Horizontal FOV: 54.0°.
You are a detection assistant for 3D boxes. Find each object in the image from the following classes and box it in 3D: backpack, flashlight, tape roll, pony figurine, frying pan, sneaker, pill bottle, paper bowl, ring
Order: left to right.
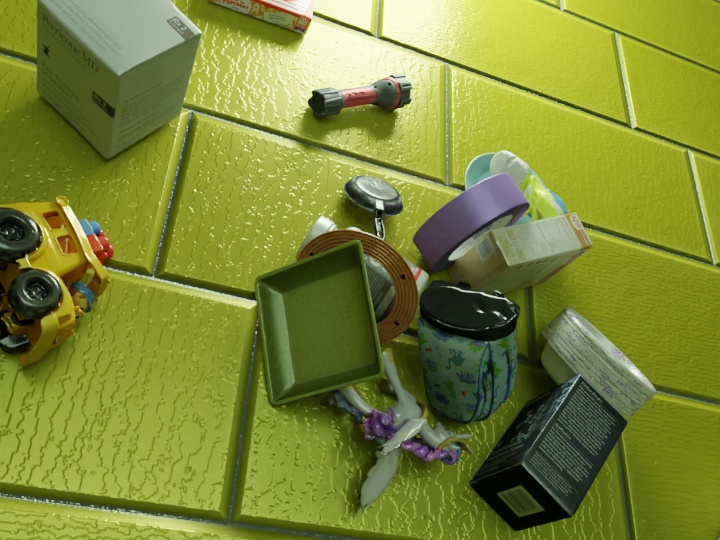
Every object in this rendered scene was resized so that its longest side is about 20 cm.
[{"bbox_3d":[-0.008,0.026,1.074,0.200,0.201,0.019,36,33,-2],"label":"ring"},{"bbox_3d":[0.000,0.000,1.134,0.200,0.111,0.111,32,55,0],"label":"pill bottle"},{"bbox_3d":[0.004,-0.331,1.348,0.199,0.068,0.068,-18,66,-32],"label":"flashlight"},{"bbox_3d":[0.015,-0.119,1.218,0.115,0.031,0.190,26,29,4],"label":"frying pan"},{"bbox_3d":[0.047,0.228,1.026,0.193,0.167,0.200,-25,60,-40],"label":"pony figurine"},{"bbox_3d":[0.166,0.138,1.095,0.163,0.200,0.154,19,53,36],"label":"backpack"},{"bbox_3d":[0.189,-0.080,1.211,0.200,0.200,0.066,-26,76,-33],"label":"tape roll"},{"bbox_3d":[0.331,-0.146,1.374,0.105,0.076,0.200,10,43,-53],"label":"sneaker"},{"bbox_3d":[0.387,0.165,1.191,0.201,0.104,0.201,41,14,-12],"label":"paper bowl"}]

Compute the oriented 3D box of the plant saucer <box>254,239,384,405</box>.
[{"bbox_3d":[-0.055,0.080,1.036,0.048,0.199,0.201,18,58,-57],"label":"plant saucer"}]

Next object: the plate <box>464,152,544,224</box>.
[{"bbox_3d":[0.290,-0.144,1.400,0.199,0.026,0.201,11,59,-19],"label":"plate"}]

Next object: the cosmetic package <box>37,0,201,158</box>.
[{"bbox_3d":[-0.372,-0.318,1.080,0.165,0.200,0.165,43,55,3],"label":"cosmetic package"}]

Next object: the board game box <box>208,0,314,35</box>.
[{"bbox_3d":[-0.189,-0.567,1.403,0.199,0.046,0.152,14,59,-17],"label":"board game box"}]

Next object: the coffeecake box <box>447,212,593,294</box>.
[{"bbox_3d":[0.281,-0.022,1.249,0.199,0.154,0.073,-12,69,-29],"label":"coffeecake box"}]

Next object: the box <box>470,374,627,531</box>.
[{"bbox_3d":[0.291,0.281,1.090,0.107,0.148,0.200,45,54,4],"label":"box"}]

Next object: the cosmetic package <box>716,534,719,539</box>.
[{"bbox_3d":[0.751,0.473,1.182,0.165,0.165,0.200,-36,83,-35],"label":"cosmetic package"}]

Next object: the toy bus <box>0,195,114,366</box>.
[{"bbox_3d":[-0.410,0.003,0.954,0.192,0.136,0.200,-19,74,-48],"label":"toy bus"}]
